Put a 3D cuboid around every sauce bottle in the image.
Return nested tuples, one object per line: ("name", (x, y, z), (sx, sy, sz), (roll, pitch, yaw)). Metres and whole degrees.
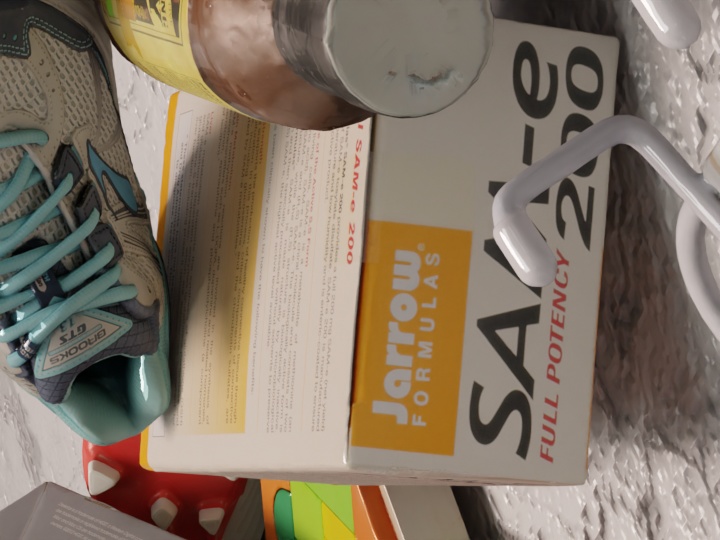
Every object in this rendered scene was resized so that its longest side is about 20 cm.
("sauce bottle", (-0.018, -0.069, 0.744), (0.200, 0.065, 0.065), (-158, 56, -70))

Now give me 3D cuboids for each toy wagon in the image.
("toy wagon", (0.003, 0.090, 1.021), (0.155, 0.040, 0.200), (-140, 40, -57))

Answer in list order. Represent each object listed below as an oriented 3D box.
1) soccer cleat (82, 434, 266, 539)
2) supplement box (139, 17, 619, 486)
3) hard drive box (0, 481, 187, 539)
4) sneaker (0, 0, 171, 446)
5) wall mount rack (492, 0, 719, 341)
("soccer cleat", (-0.060, 0.092, 1.135), (0.085, 0.069, 0.200), (-80, -19, -60))
("supplement box", (0.000, 0.000, 0.873), (0.200, 0.073, 0.126), (171, 104, -70))
("hard drive box", (-0.069, 0.193, 1.069), (0.156, 0.077, 0.200), (16, 132, 52))
("sneaker", (-0.089, -0.014, 0.854), (0.200, 0.078, 0.086), (64, -178, -63))
("wall mount rack", (0.111, 0.012, 0.643), (0.174, 0.075, 0.200), (50, 154, 13))
